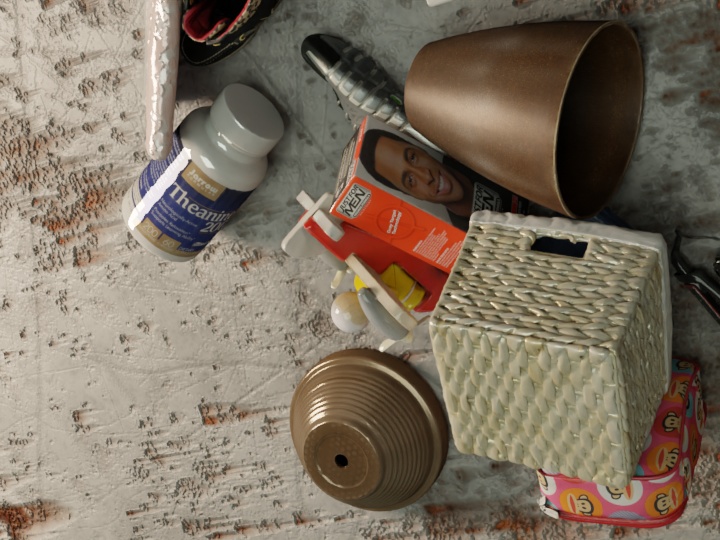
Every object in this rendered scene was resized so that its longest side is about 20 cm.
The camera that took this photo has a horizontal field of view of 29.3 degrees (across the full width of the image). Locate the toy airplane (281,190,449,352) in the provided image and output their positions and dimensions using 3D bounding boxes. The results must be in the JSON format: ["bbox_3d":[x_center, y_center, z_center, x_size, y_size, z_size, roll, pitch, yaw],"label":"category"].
[{"bbox_3d":[0.000,0.000,1.454,0.198,0.200,0.143,29,107,12],"label":"toy airplane"}]

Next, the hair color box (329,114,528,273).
[{"bbox_3d":[0.073,-0.066,1.409,0.198,0.102,0.061,25,133,-14],"label":"hair color box"}]

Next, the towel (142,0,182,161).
[{"bbox_3d":[-0.215,-0.244,1.475,0.032,0.191,0.203,1,114,-12],"label":"towel"}]

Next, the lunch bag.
[{"bbox_3d":[0.253,0.167,1.399,0.174,0.201,0.083,0,125,25],"label":"lunch bag"}]

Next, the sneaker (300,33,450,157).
[{"bbox_3d":[-0.003,-0.153,1.470,0.199,0.075,0.116,40,123,5],"label":"sneaker"}]

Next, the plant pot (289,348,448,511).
[{"bbox_3d":[-0.004,0.202,1.598,0.198,0.093,0.204,9,114,21],"label":"plant pot"}]

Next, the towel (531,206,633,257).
[{"bbox_3d":[0.213,0.017,1.450,0.111,0.049,0.201,40,122,6],"label":"towel"}]

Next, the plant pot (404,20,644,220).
[{"bbox_3d":[0.148,-0.162,1.349,0.198,0.186,0.190,15,116,33],"label":"plant pot"}]

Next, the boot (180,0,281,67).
[{"bbox_3d":[-0.144,-0.271,1.441,0.199,0.151,0.074,-32,97,29],"label":"boot"}]

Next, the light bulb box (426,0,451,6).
[{"bbox_3d":[0.120,-0.369,1.253,0.123,0.200,0.201,-12,105,29],"label":"light bulb box"}]

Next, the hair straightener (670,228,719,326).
[{"bbox_3d":[0.389,0.031,1.385,0.077,0.041,0.201,-41,85,31],"label":"hair straightener"}]

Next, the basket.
[{"bbox_3d":[0.183,0.075,1.310,0.196,0.162,0.202,9,137,25],"label":"basket"}]

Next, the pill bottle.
[{"bbox_3d":[-0.173,-0.111,1.542,0.111,0.111,0.200,46,121,2],"label":"pill bottle"}]
